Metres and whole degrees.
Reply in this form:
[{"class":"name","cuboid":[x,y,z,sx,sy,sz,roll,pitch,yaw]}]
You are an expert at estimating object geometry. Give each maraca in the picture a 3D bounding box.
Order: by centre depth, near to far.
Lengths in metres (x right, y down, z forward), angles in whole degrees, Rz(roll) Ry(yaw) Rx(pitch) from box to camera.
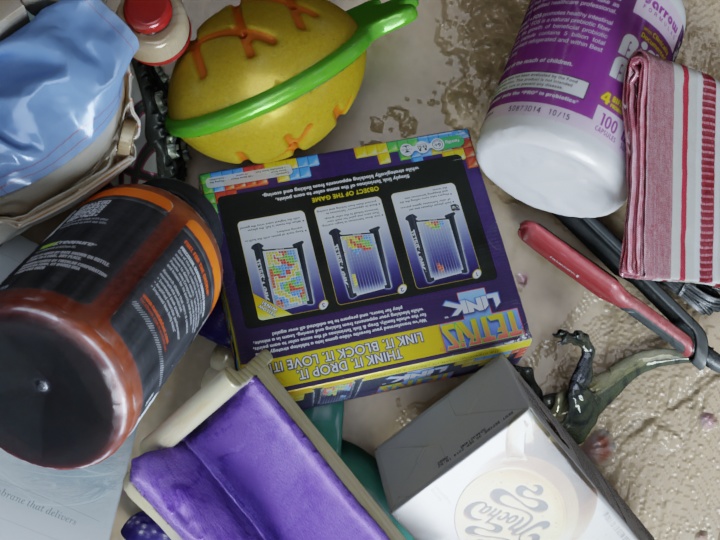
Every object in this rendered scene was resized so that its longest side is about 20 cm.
[{"class":"maraca","cuboid":[-0.046,-0.142,0.802,0.199,0.137,0.108,-35,117,-26]}]

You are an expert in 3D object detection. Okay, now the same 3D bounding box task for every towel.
[{"class":"towel","cuboid":[0.236,-0.062,0.810,0.023,0.199,0.146,1,88,42]}]

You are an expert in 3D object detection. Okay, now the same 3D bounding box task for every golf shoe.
[{"class":"golf shoe","cuboid":[-0.163,-0.065,0.838,0.087,0.077,0.202,-11,88,5]}]

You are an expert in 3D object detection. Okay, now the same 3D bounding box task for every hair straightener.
[{"class":"hair straightener","cuboid":[0.214,0.001,0.852,0.199,0.041,0.077,36,73,10]}]

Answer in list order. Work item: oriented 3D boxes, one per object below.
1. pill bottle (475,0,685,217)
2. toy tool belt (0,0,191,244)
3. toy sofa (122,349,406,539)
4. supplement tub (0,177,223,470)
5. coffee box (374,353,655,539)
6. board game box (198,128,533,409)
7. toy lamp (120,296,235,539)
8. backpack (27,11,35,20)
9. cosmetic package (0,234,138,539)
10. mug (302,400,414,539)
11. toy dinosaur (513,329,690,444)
[{"class":"pill bottle","cuboid":[0.162,-0.149,0.820,0.111,0.112,0.202,22,73,-1]},{"class":"toy tool belt","cuboid":[-0.180,-0.115,0.686,0.125,0.123,0.200,40,76,11]},{"class":"toy sofa","cuboid":[-0.040,0.155,0.695,0.083,0.098,0.201,-40,88,22]},{"class":"supplement tub","cuboid":[-0.144,0.018,0.685,0.106,0.200,0.108,7,119,12]},{"class":"coffee box","cuboid":[0.116,0.172,0.790,0.113,0.080,0.200,-37,113,8]},{"class":"board game box","cuboid":[0.000,0.000,0.810,0.198,0.057,0.167,-10,70,-11]},{"class":"toy lamp","cuboid":[-0.113,0.102,0.842,0.058,0.058,0.202,23,88,-1]},{"class":"backpack","cuboid":[-0.268,-0.143,0.800,0.125,0.167,0.202,12,94,-6]},{"class":"cosmetic package","cuboid":[-0.250,0.084,0.730,0.198,0.123,0.202,29,48,-26]},{"class":"mug","cuboid":[-0.041,0.182,0.811,0.151,0.114,0.186,-28,89,-2]},{"class":"toy dinosaur","cuboid":[0.149,0.092,0.854,0.199,0.047,0.088,-38,107,-4]}]
